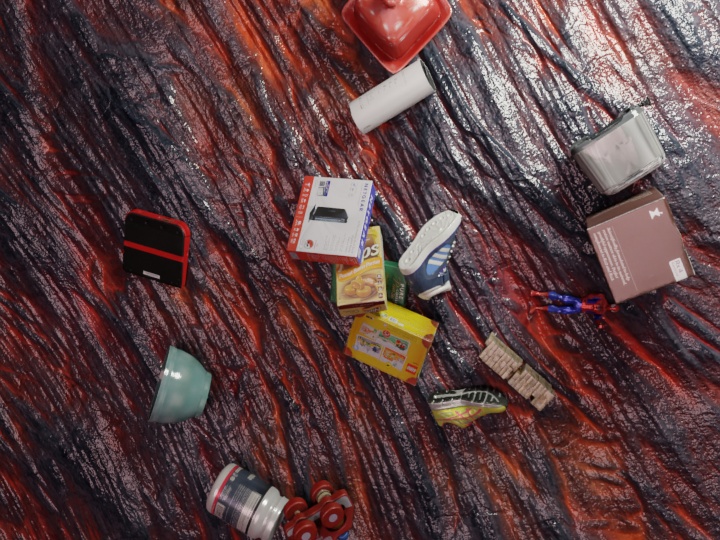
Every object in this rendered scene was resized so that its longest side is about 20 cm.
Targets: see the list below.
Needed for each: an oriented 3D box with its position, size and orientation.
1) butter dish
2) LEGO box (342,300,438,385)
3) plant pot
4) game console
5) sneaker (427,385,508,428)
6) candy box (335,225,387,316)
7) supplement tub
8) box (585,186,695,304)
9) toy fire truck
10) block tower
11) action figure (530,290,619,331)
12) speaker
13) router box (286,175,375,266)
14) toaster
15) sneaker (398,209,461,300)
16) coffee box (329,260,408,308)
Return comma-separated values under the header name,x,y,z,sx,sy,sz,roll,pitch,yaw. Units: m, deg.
name,x,y,z,sx,sy,sz,roll,pitch,yaw
butter dish,0.073,-0.574,1.550,0.200,0.148,0.200,-43,88,8
LEGO box,0.072,0.164,1.728,0.195,0.078,0.152,23,126,7
plant pot,-0.476,0.319,1.918,0.131,0.201,0.205,18,109,-16
game console,-0.553,-0.061,1.936,0.194,0.031,0.182,15,110,15
sneaker,0.265,0.338,1.742,0.194,0.078,0.093,-6,108,24
candy box,0.000,0.000,1.686,0.112,0.056,0.205,-7,59,6
supplement tub,-0.305,0.631,1.942,0.196,0.140,0.143,27,108,10
box,0.572,-0.057,1.487,0.161,0.200,0.170,-22,94,20
toy fire truck,-0.104,0.673,1.898,0.196,0.112,0.171,-29,121,-10
block tower,0.366,0.238,1.692,0.199,0.054,0.058,43,110,5
action figure,0.480,0.085,1.604,0.194,0.099,0.067,2,104,14
speaker,0.073,-0.396,1.635,0.197,0.081,0.083,-28,93,20
router box,-0.067,-0.120,1.699,0.174,0.049,0.205,5,67,16
toaster,0.547,-0.252,1.502,0.197,0.114,0.131,-33,95,19
sneaker,0.187,-0.026,1.692,0.201,0.080,0.147,-47,126,-9
coffee box,0.024,0.032,1.762,0.194,0.044,0.127,10,105,16
